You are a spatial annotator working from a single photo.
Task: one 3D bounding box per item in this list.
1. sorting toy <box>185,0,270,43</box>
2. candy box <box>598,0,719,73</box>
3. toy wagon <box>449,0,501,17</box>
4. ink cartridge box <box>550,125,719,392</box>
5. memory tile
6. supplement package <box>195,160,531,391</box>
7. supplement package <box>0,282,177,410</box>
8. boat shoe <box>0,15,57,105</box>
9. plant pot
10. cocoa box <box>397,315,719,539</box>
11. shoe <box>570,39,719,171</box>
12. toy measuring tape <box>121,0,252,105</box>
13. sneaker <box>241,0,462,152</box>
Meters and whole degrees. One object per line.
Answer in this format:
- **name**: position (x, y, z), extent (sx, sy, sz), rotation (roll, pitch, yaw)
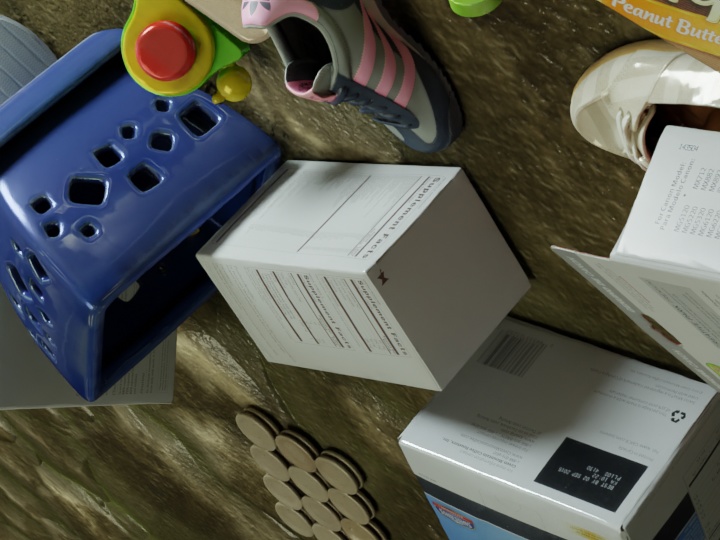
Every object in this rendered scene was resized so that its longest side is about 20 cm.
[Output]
- **sorting toy**: position (-0.115, -0.257, 1.250), extent (0.185, 0.036, 0.200), rotation (36, 150, 12)
- **candy box**: position (0.212, -0.132, 0.947), extent (0.200, 0.055, 0.116), rotation (34, 155, 15)
- **toy wagon**: position (0.040, -0.211, 1.088), extent (0.200, 0.040, 0.155), rotation (21, 149, 36)
- **ink cartridge box**: position (0.228, 0.010, 1.051), extent (0.175, 0.084, 0.200), rotation (13, 162, 45)
- **memory tile**: position (-0.040, 0.217, 1.922), extent (0.153, 0.017, 0.200), rotation (24, 149, 33)
- **supplement package**: position (0.000, 0.000, 1.396), extent (0.200, 0.114, 0.110), rotation (7, 137, 52)
- **supplement package**: position (-0.278, 0.033, 1.694), extent (0.150, 0.199, 0.152), rotation (8, 96, 50)
- **boat shoe**: position (-0.264, -0.126, 1.626), extent (0.062, 0.072, 0.200), rotation (5, 139, 53)
- **plant pot**: position (-0.195, -0.051, 1.508), extent (0.180, 0.200, 0.200), rotation (43, 156, 11)
- **cocoa box**: position (0.154, 0.143, 1.381), extent (0.200, 0.133, 0.131), rotation (18, 147, 41)
- **shoe**: position (0.177, -0.086, 1.075), extent (0.070, 0.053, 0.200), rotation (52, 153, -22)
- **toy measuring tape**: position (-0.160, -0.181, 1.378), extent (0.200, 0.074, 0.074), rotation (40, 155, -3)
- **sneaker**: position (-0.010, -0.124, 1.231), extent (0.070, 0.082, 0.200), rotation (5, 147, 44)
